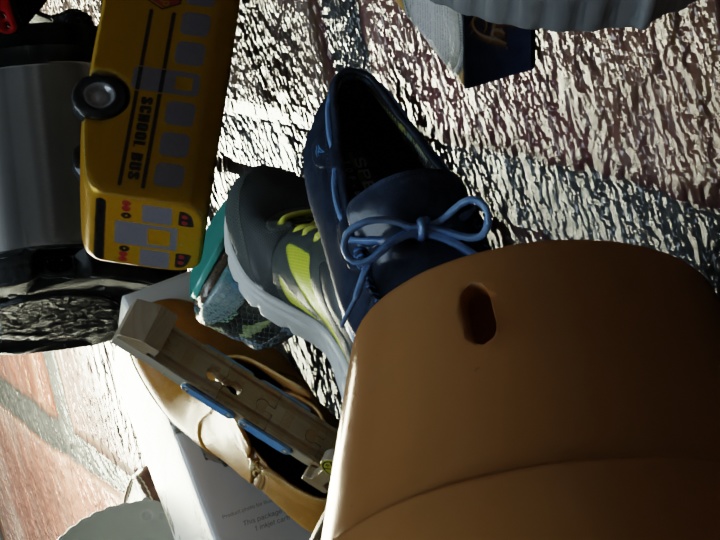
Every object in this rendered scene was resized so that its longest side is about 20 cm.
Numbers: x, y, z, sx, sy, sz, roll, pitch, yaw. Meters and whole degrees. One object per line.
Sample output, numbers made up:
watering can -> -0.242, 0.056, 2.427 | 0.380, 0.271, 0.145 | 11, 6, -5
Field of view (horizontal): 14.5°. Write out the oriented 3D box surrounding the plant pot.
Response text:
plant pot -> 0.070, 0.081, 1.018 | 0.200, 0.199, 0.140 | 106, 160, -61

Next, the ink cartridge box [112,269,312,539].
ink cartridge box -> -0.074, 0.111, 1.653 | 0.146, 0.084, 0.200 | 108, 141, -67

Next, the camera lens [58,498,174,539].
camera lens -> -0.140, 0.267, 1.862 | 0.200, 0.160, 0.160 | 96, 153, -51

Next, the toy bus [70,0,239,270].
toy bus -> -0.110, -0.102, 1.509 | 0.065, 0.078, 0.200 | 98, 178, -55

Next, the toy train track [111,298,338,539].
toy train track -> -0.027, 0.073, 1.366 | 0.200, 0.115, 0.033 | 32, 146, -9

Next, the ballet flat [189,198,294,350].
ballet flat -> -0.056, 0.006, 1.522 | 0.200, 0.074, 0.074 | -94, -9, -79

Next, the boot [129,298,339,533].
boot -> -0.062, 0.065, 1.508 | 0.201, 0.071, 0.144 | 43, 172, 21

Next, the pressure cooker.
pressure cooker -> -0.195, -0.063, 1.694 | 0.176, 0.178, 0.201 | 91, 171, -75

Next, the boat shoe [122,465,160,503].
boat shoe -> -0.156, 0.221, 2.057 | 0.070, 0.070, 0.200 | -122, 24, -44

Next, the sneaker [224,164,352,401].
sneaker -> 0.000, 0.000, 1.366 | 0.200, 0.074, 0.085 | 48, 145, 38

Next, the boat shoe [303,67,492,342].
boat shoe -> 0.014, -0.017, 1.267 | 0.200, 0.084, 0.069 | -126, 28, -44

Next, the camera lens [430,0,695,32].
camera lens -> 0.064, -0.188, 0.805 | 0.200, 0.160, 0.160 | 95, 153, -51

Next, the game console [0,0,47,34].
game console -> -0.198, -0.250, 1.632 | 0.200, 0.031, 0.177 | -65, -33, -60

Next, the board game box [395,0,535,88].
board game box -> 0.027, -0.193, 1.135 | 0.136, 0.035, 0.200 | -124, 24, -46
